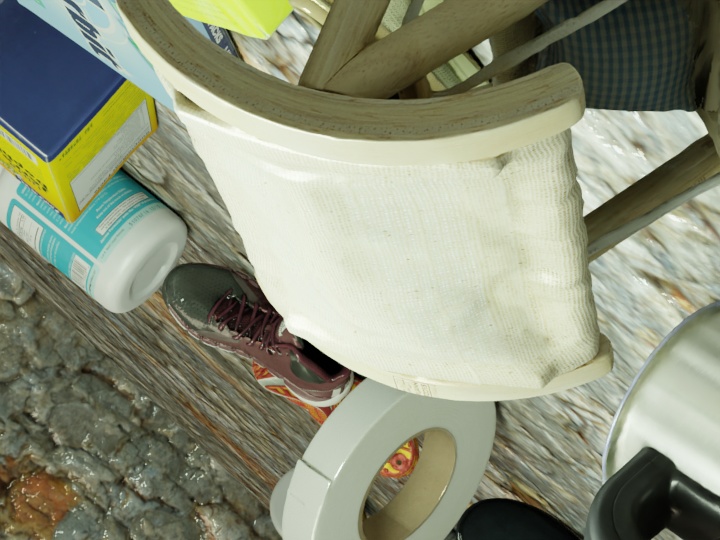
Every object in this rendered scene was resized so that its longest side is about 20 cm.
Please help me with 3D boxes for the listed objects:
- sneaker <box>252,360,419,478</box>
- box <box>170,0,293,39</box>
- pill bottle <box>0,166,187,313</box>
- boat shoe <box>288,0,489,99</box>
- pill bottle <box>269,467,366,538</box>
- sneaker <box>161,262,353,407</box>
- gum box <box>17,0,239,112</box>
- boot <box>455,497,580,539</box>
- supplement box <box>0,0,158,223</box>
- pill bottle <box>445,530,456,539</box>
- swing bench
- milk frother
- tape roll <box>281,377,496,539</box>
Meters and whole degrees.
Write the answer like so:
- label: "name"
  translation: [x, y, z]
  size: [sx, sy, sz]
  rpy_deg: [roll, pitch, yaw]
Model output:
- label: "sneaker"
  translation: [-0.013, 0.125, 1.922]
  size: [0.200, 0.073, 0.077]
  rpy_deg: [39, -169, 27]
- label: "box"
  translation: [-0.122, -0.209, 1.035]
  size: [0.122, 0.048, 0.200]
  rpy_deg: [24, 159, 53]
- label: "pill bottle"
  translation: [-0.269, -0.059, 1.909]
  size: [0.200, 0.111, 0.111]
  rpy_deg: [39, 168, 14]
- label: "boat shoe"
  translation: [0.014, -0.097, 0.972]
  size: [0.073, 0.063, 0.201]
  rpy_deg: [36, 167, 24]
- label: "pill bottle"
  translation: [-0.048, 0.328, 2.627]
  size: [0.111, 0.111, 0.200]
  rpy_deg: [37, 168, 19]
- label: "sneaker"
  translation: [-0.086, 0.044, 1.828]
  size: [0.200, 0.076, 0.116]
  rpy_deg: [31, 163, -1]
- label: "gum box"
  translation: [-0.166, -0.181, 1.289]
  size: [0.200, 0.045, 0.170]
  rpy_deg: [35, 167, 23]
- label: "boot"
  translation: [0.173, 0.251, 1.706]
  size: [0.200, 0.077, 0.168]
  rpy_deg: [32, 171, 8]
- label: "supplement box"
  translation: [-0.232, -0.130, 1.529]
  size: [0.109, 0.109, 0.200]
  rpy_deg: [39, 168, 6]
- label: "pill bottle"
  translation: [0.092, 0.355, 2.273]
  size: [0.200, 0.113, 0.113]
  rpy_deg: [39, 168, 10]
- label: "swing bench"
  translation: [0.053, -0.065, 0.624]
  size: [0.130, 0.200, 0.199]
  rpy_deg: [36, 168, 21]
- label: "milk frother"
  translation: [0.207, 0.077, 0.893]
  size: [0.188, 0.180, 0.201]
  rpy_deg: [33, 123, 34]
- label: "tape roll"
  translation: [0.024, 0.157, 1.539]
  size: [0.037, 0.203, 0.203]
  rpy_deg: [33, 166, 33]
